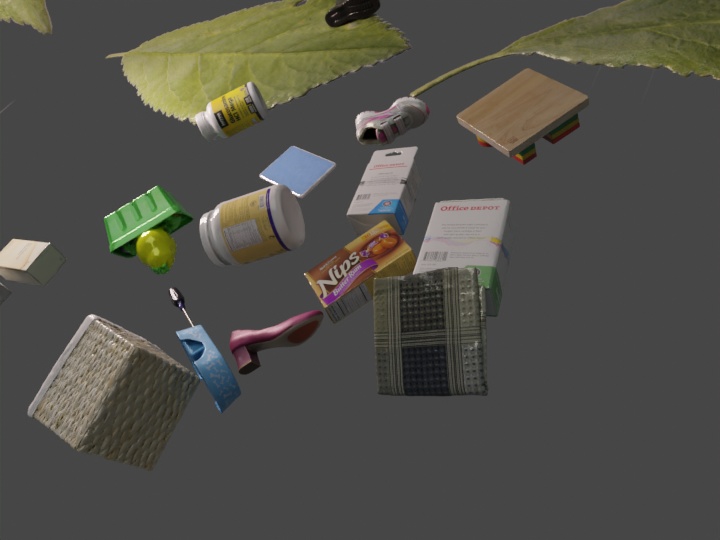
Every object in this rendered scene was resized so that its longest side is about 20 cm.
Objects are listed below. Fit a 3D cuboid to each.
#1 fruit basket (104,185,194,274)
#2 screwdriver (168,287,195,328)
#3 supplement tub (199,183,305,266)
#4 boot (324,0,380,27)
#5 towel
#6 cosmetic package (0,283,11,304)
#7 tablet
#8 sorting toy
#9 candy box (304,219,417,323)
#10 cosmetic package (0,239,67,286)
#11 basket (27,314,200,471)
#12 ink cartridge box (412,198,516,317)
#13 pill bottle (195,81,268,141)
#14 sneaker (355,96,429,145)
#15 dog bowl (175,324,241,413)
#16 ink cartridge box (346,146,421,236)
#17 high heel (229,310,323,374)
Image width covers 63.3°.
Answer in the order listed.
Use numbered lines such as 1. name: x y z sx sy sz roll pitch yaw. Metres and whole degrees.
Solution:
1. fruit basket: -0.510 -0.079 1.450 0.211 0.156 0.220 0 85 0
2. screwdriver: -0.384 0.095 1.275 0.029 0.028 0.200 -57 43 14
3. supplement tub: -0.235 -0.094 1.282 0.196 0.146 0.147 -15 44 15
4. boot: -0.018 -0.909 1.980 0.196 0.078 0.140 -5 44 23
5. towel: 0.110 0.099 0.943 0.189 0.034 0.204 -7 79 28
6. cosmetic package: -1.085 0.055 1.643 0.197 0.085 0.108 15 61 36
7. tablet: -0.161 -0.253 1.488 0.130 0.014 0.199 -45 46 -16
8. sorting toy: 0.342 -0.319 1.238 0.198 0.070 0.199 -34 43 -4
9. candy box: 0.000 0.000 1.135 0.198 0.057 0.117 -32 43 -4
10. cosmetic package: -0.937 -0.023 1.646 0.197 0.074 0.105 4 52 32
11. basket: -0.425 0.219 1.039 0.159 0.198 0.202 17 72 33
12. ink cartridge box: 0.186 -0.027 1.037 0.143 0.088 0.202 1 53 27
13. pill bottle: -0.380 -0.463 1.726 0.197 0.113 0.113 -25 43 5
14. sneaker: 0.074 -0.347 1.407 0.197 0.082 0.089 -13 46 29
15. dog bowl: -0.282 0.176 1.089 0.049 0.113 0.199 -29 41 -20
16. ink cartridge box: 0.059 -0.171 1.252 0.114 0.068 0.202 1 51 28
17. high heel: -0.165 0.108 1.110 0.198 0.068 0.097 -30 53 5
